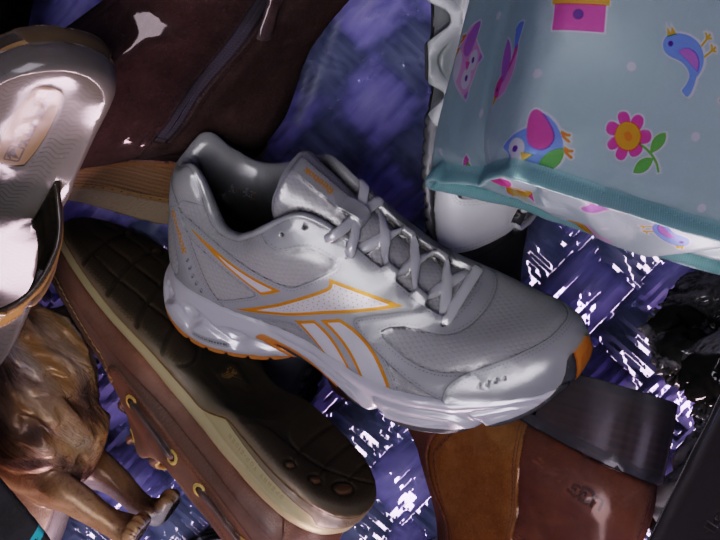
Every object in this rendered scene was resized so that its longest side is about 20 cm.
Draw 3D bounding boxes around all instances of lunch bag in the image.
[{"bbox_3d":[0.146,-0.085,1.196,0.199,0.122,0.171,15,85,-19],"label":"lunch bag"}]

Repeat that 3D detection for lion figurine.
[{"bbox_3d":[-0.156,0.112,1.378,0.122,0.072,0.200,33,117,10],"label":"lion figurine"}]

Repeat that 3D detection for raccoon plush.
[{"bbox_3d":[0.212,0.060,1.286,0.199,0.097,0.134,-18,113,15],"label":"raccoon plush"}]

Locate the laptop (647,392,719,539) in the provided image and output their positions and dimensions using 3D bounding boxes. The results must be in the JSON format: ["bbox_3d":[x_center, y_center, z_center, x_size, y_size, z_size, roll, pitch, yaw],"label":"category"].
[{"bbox_3d":[0.221,0.034,1.220,0.116,0.200,0.188,27,112,9],"label":"laptop"}]

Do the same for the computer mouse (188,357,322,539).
[{"bbox_3d":[-0.061,0.091,1.372,0.058,0.034,0.201,18,112,3],"label":"computer mouse"}]

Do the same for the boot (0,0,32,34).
[{"bbox_3d":[-0.100,-0.166,1.266,0.157,0.080,0.212,12,118,-2],"label":"boot"}]

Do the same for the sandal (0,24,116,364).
[{"bbox_3d":[-0.147,-0.014,1.224,0.081,0.055,0.200,5,136,-32],"label":"sandal"}]

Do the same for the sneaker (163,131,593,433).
[{"bbox_3d":[0.000,0.000,1.235,0.199,0.076,0.092,14,132,24],"label":"sneaker"}]

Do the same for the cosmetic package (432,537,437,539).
[{"bbox_3d":[0.003,0.203,1.372,0.199,0.085,0.108,-27,103,16],"label":"cosmetic package"}]

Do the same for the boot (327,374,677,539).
[{"bbox_3d":[0.035,0.132,1.287,0.188,0.068,0.201,16,87,33],"label":"boot"}]

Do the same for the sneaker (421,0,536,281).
[{"bbox_3d":[0.072,-0.064,1.272,0.088,0.074,0.201,3,110,11],"label":"sneaker"}]

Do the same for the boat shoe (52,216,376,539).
[{"bbox_3d":[-0.078,0.057,1.308,0.200,0.072,0.068,48,120,26],"label":"boat shoe"}]

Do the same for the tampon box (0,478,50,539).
[{"bbox_3d":[-0.247,0.104,1.251,0.126,0.200,0.150,28,73,28],"label":"tampon box"}]

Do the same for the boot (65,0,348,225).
[{"bbox_3d":[-0.110,-0.095,1.252,0.199,0.073,0.167,8,134,-35],"label":"boot"}]
